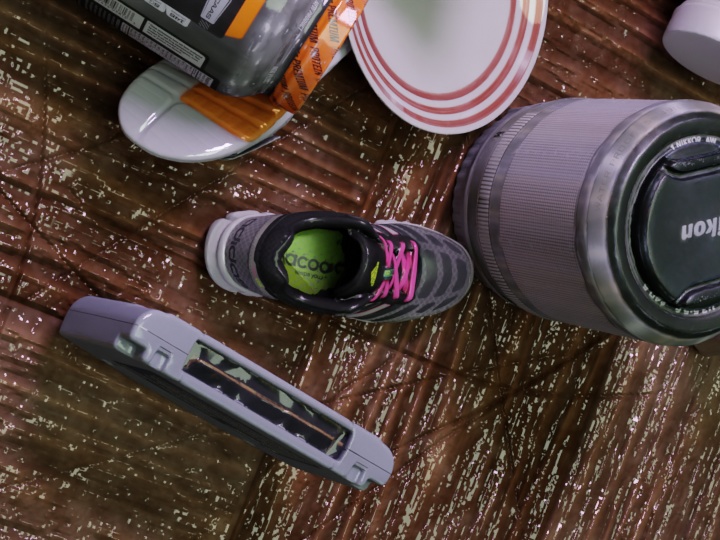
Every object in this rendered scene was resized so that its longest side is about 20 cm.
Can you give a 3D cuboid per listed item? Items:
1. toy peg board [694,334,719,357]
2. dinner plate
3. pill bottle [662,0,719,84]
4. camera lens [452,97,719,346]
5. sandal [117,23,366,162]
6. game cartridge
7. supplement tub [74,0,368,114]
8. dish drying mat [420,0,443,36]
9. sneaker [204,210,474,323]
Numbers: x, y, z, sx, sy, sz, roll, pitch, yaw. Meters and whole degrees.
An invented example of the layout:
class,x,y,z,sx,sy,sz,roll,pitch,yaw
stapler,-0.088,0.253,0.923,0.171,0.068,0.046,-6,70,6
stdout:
class,x,y,z,sx,sy,sz,roll,pitch,yaw
toy peg board,0.338,-0.042,1.215,0.199,0.200,0.098,-42,96,-17
dinner plate,0.055,-0.193,1.107,0.200,0.024,0.201,-7,100,-43
pill bottle,0.306,-0.240,1.209,0.113,0.113,0.200,33,81,-27
camera lens,0.175,-0.037,1.112,0.160,0.200,0.160,-3,97,-28
sandal,-0.071,-0.116,1.048,0.079,0.059,0.207,42,52,12
game cartridge,-0.087,0.076,1.023,0.200,0.133,0.042,33,81,-28
supplement tub,-0.098,-0.186,0.963,0.200,0.123,0.123,31,81,-7
dish drying mat,0.028,-0.257,1.110,0.077,0.018,0.200,-2,97,-27
sneaker,0.000,0.000,1.087,0.200,0.087,0.074,8,92,-29
